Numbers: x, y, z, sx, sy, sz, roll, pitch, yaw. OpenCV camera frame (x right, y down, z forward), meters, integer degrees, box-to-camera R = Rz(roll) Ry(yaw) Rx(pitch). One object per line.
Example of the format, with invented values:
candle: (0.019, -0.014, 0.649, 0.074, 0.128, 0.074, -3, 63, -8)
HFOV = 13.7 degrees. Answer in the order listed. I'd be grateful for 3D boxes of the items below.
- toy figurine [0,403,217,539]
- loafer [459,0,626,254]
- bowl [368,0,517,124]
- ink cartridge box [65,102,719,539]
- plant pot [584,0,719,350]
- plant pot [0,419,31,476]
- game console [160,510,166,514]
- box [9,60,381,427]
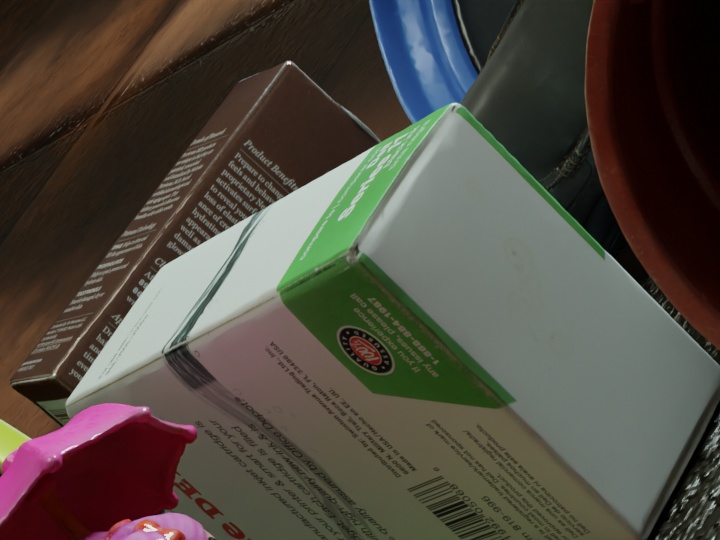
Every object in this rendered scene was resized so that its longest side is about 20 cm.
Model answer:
toy figurine: (-0.043, 0.124, 0.947, 0.150, 0.184, 0.200, -51, 16, -10)
loafer: (0.071, -0.058, 1.138, 0.072, 0.073, 0.200, -22, -32, -19)
bowl: (0.048, -0.151, 1.245, 0.201, 0.039, 0.201, 176, 90, -72)
ink cartridge box: (0.008, 0.044, 1.074, 0.200, 0.147, 0.083, -26, 25, 51)
plant pot: (0.178, -0.084, 0.881, 0.201, 0.201, 0.195, -40, 9, 24)
plant pot: (-0.230, 0.145, 1.287, 0.182, 0.200, 0.199, -50, -17, -36)
game console: (-0.059, 0.129, 1.261, 0.177, 0.031, 0.200, -53, 16, -19)
box: (-0.067, 0.007, 1.449, 0.200, 0.100, 0.075, -53, 16, -19)
